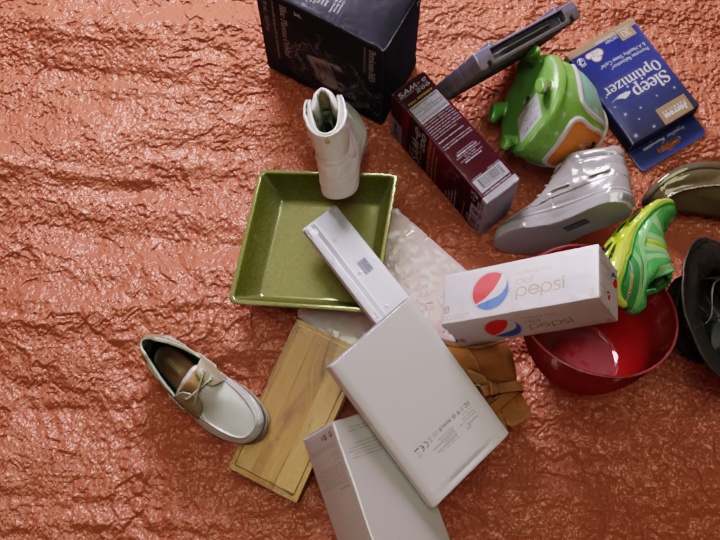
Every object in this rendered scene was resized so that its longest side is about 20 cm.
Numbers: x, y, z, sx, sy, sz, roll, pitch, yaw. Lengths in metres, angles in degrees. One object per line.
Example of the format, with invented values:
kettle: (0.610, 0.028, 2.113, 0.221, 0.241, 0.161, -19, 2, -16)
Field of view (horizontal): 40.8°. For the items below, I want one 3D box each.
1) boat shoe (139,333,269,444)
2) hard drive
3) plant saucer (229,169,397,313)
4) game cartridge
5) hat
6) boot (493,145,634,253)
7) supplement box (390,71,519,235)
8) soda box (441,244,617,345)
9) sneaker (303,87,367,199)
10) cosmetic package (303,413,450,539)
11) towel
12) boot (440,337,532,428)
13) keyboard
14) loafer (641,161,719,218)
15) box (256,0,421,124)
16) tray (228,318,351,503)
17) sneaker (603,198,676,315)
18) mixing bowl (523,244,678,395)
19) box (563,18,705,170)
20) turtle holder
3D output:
boat shoe: (-0.201, 0.147, 1.196, 0.198, 0.068, 0.075, 30, 82, 25)
hard drive: (0.068, 0.152, 1.129, 0.131, 0.026, 0.201, -38, 92, -21)
plant saucer: (-0.055, -0.032, 1.270, 0.195, 0.048, 0.203, 3, 63, 15)
game cartridge: (0.194, -0.296, 1.319, 0.198, 0.129, 0.039, -33, 96, -28)
hat: (0.435, 0.064, 1.228, 0.198, 0.080, 0.205, 17, 64, -38)
boot: (0.263, -0.093, 1.269, 0.197, 0.073, 0.097, -18, 54, 33)
supplement box: (0.123, -0.156, 1.303, 0.060, 0.109, 0.201, -35, 73, -11)
soda box: (0.193, 0.031, 1.116, 0.197, 0.064, 0.069, -13, 56, 32)
sneaker: (-0.032, -0.200, 1.279, 0.072, 0.117, 0.202, -8, 39, 4)
cosmetic package: (0.022, 0.271, 1.138, 0.106, 0.085, 0.203, -9, 74, -35)
towel: (0.047, 0.047, 1.272, 0.190, 0.032, 0.200, 41, 76, 12)
boot: (0.109, 0.150, 1.191, 0.197, 0.074, 0.157, -24, 86, -12)
keyboard: (0.000, 0.000, 1.208, 0.056, 0.011, 0.201, -32, 61, -11)
loafer: (0.477, -0.105, 1.300, 0.196, 0.076, 0.069, -14, 64, -4)
box: (-0.027, -0.331, 1.318, 0.197, 0.197, 0.119, 27, 73, 10)
tray: (-0.078, 0.175, 1.210, 0.097, 0.037, 0.203, 23, 80, 9)
sneaker: (0.344, -0.015, 1.184, 0.084, 0.074, 0.200, 44, 51, -2)
mixing bowl: (0.283, 0.078, 1.206, 0.196, 0.109, 0.203, 2, 51, -3)
box: (0.393, -0.252, 1.376, 0.120, 0.032, 0.202, -29, 74, -10)
turtle holder: (0.258, -0.217, 1.322, 0.130, 0.186, 0.143, 19, 105, -19)
